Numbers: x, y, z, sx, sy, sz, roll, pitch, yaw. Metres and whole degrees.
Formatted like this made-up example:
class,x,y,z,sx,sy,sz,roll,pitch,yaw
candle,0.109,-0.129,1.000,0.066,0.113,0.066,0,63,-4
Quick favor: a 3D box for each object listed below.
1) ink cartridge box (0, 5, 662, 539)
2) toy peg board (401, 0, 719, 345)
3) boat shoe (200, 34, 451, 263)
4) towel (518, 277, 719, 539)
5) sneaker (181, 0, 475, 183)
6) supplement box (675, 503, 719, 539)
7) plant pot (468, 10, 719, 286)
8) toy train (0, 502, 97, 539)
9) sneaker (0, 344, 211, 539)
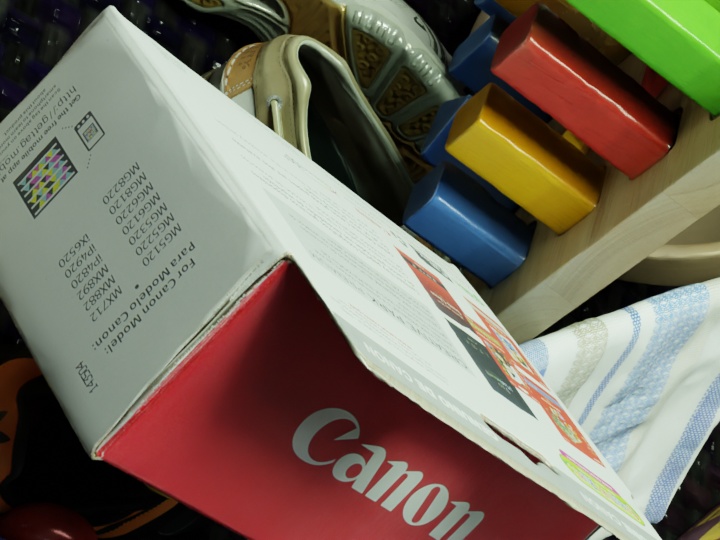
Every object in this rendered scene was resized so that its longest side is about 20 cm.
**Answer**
class,x,y,z,sx,sy,sz,roll,pitch,yaw
ink cartridge box,-0.010,0.037,0.696,0.200,0.084,0.176,36,12,-45
toy peg board,0.086,-0.098,0.851,0.098,0.199,0.201,36,45,-16
boat shoe,0.000,0.000,0.900,0.075,0.068,0.201,-39,99,-45
towel,0.087,0.072,0.904,0.199,0.147,0.024,-15,49,-44
sneaker,-0.011,-0.122,0.943,0.200,0.075,0.088,44,45,-21
supplement box,0.246,0.121,1.029,0.200,0.131,0.104,-29,90,-47
plant pot,0.147,-0.063,1.020,0.093,0.199,0.202,77,22,-54
toy train,-0.127,0.130,0.698,0.199,0.116,0.085,28,44,-24
sneaker,-0.077,0.062,0.760,0.200,0.090,0.070,10,89,-51
